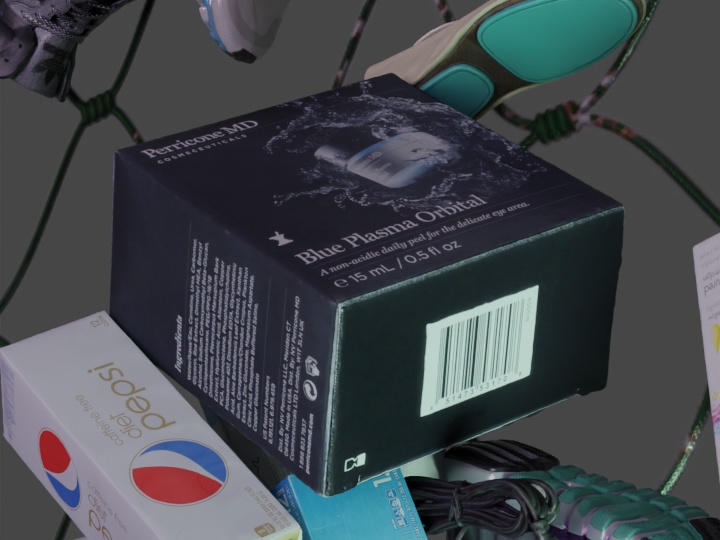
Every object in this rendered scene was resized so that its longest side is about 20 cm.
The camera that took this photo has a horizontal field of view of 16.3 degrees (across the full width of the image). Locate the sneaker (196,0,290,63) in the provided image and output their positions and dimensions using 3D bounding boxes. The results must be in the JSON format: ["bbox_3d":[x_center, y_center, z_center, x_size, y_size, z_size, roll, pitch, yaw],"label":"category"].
[{"bbox_3d":[-0.044,-0.227,1.564,0.086,0.075,0.201,3,77,35],"label":"sneaker"}]

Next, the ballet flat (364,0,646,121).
[{"bbox_3d":[0.077,-0.131,1.433,0.200,0.069,0.070,-27,58,32],"label":"ballet flat"}]

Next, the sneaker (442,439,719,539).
[{"bbox_3d":[0.119,0.154,1.298,0.200,0.074,0.088,21,108,48],"label":"sneaker"}]

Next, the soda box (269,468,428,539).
[{"bbox_3d":[0.011,0.198,1.280,0.064,0.068,0.201,-43,64,53],"label":"soda box"}]

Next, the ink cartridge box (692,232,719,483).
[{"bbox_3d":[0.230,0.066,1.203,0.115,0.068,0.201,-33,54,48],"label":"ink cartridge box"}]

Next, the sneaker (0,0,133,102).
[{"bbox_3d":[-0.186,-0.171,1.665,0.200,0.075,0.114,3,77,47],"label":"sneaker"}]

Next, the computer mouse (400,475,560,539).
[{"bbox_3d":[0.085,0.194,1.272,0.140,0.046,0.201,-17,85,56],"label":"computer mouse"}]

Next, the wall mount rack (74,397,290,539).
[{"bbox_3d":[-0.099,0.108,1.414,0.075,0.174,0.200,-43,51,20],"label":"wall mount rack"}]

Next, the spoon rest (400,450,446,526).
[{"bbox_3d":[-0.007,0.066,1.426,0.200,0.060,0.100,47,138,36],"label":"spoon rest"}]

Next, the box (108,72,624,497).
[{"bbox_3d":[0.000,0.000,1.336,0.200,0.196,0.118,33,130,42],"label":"box"}]

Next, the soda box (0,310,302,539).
[{"bbox_3d":[-0.112,0.108,1.301,0.200,0.068,0.064,44,143,38],"label":"soda box"}]
